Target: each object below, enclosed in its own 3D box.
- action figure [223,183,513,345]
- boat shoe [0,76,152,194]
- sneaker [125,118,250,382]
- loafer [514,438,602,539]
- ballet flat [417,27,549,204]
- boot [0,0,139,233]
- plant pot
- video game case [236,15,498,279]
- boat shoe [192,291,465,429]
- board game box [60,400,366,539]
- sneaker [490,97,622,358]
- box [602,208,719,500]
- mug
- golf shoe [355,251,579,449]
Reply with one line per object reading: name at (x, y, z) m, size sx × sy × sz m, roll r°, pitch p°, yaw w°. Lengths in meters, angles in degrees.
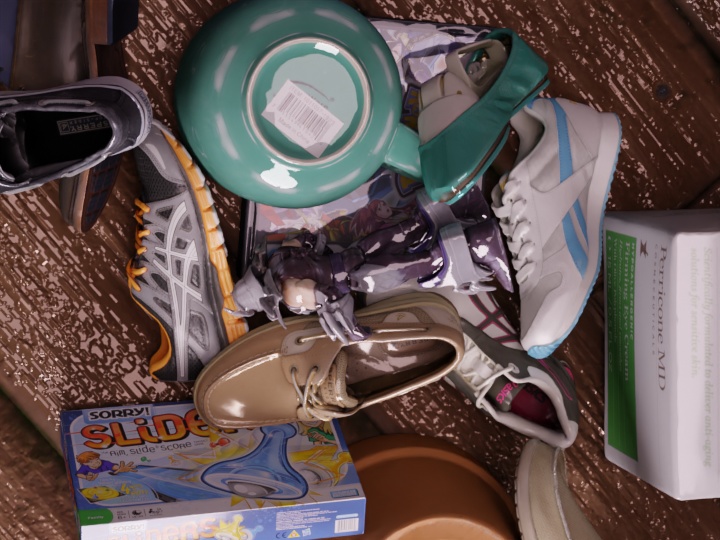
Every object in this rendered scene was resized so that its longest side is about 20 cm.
action figure at (0.000, 0.000, 1.482) m, size 0.199 × 0.130 × 0.070 m, roll -16°, pitch 126°, yaw -1°
boat shoe at (-0.241, -0.084, 1.450) m, size 0.199 × 0.068 × 0.072 m, roll -8°, pitch 106°, yaw 21°
sneaker at (-0.134, -0.010, 1.522) m, size 0.077 × 0.078 × 0.201 m, roll -16°, pitch 100°, yaw -6°
loafer at (0.157, 0.214, 1.509) m, size 0.068 × 0.076 × 0.201 m, roll -14°, pitch 72°, yaw 9°
ballet flat at (0.074, -0.115, 1.492) m, size 0.067 × 0.200 × 0.070 m, roll -35°, pitch 101°, yaw 35°
boot at (-0.216, -0.131, 1.506) m, size 0.097 × 0.075 × 0.201 m, roll 12°, pitch 105°, yaw 12°
plant pot at (0.043, 0.229, 1.554) m, size 0.199 × 0.140 × 0.201 m, roll -1°, pitch 95°, yaw -13°
video game case at (0.005, -0.087, 1.569) m, size 0.180 × 0.025 × 0.201 m, roll 3°, pitch 95°, yaw -13°
boat shoe at (-0.024, 0.069, 1.494) m, size 0.199 × 0.065 × 0.071 m, roll -20°, pitch 113°, yaw 5°
board game box at (-0.107, 0.144, 1.513) m, size 0.199 × 0.136 × 0.035 m, roll -5°, pitch 123°, yaw -13°
sneaker at (0.135, -0.032, 1.566) m, size 0.080 × 0.077 × 0.201 m, roll 15°, pitch 67°, yaw -12°
box at (0.295, 0.056, 1.576) m, size 0.199 × 0.171 × 0.200 m, roll -2°, pitch 96°, yaw -13°
mug at (-0.032, -0.122, 1.485) m, size 0.184 × 0.114 × 0.153 m, roll -10°, pitch 98°, yaw -12°
golf shoe at (0.086, 0.057, 1.557) m, size 0.200 × 0.088 × 0.077 m, roll 34°, pitch 104°, yaw -20°
